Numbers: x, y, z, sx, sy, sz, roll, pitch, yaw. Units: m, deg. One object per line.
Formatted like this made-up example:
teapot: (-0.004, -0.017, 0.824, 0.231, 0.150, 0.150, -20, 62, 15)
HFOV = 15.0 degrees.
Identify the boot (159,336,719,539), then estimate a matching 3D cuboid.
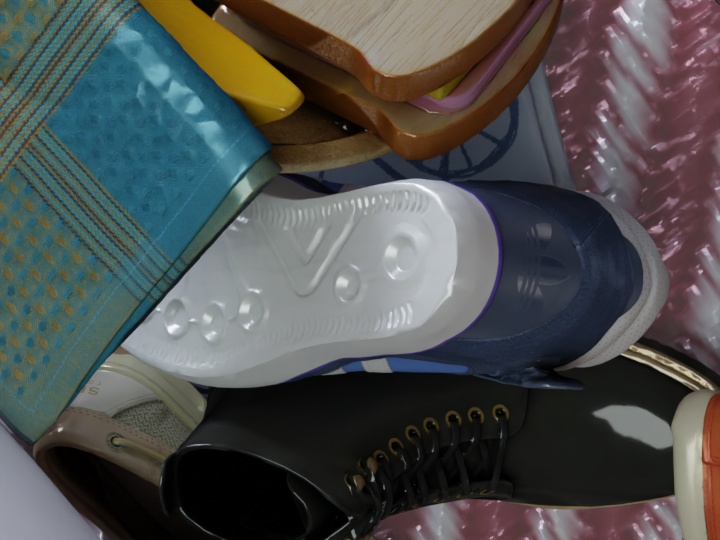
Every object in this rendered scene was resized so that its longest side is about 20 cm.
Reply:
boot: (0.032, 0.073, 0.999, 0.199, 0.138, 0.078, 4, 110, 12)

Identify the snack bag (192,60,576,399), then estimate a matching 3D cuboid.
snack bag: (0.000, 0.000, 1.068, 0.187, 0.021, 0.201, -12, 105, 17)

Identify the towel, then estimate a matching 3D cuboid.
towel: (-0.134, -0.060, 0.937, 0.200, 0.022, 0.147, 48, 116, 8)

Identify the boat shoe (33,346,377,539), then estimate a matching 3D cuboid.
boat shoe: (-0.048, 0.116, 1.068, 0.072, 0.065, 0.200, -33, 109, 35)

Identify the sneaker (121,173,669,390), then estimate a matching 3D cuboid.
sneaker: (0.015, 0.006, 0.999, 0.199, 0.146, 0.081, -3, 82, 44)

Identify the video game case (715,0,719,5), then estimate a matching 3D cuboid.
video game case: (0.187, -0.136, 0.847, 0.200, 0.036, 0.181, 42, 108, -9)

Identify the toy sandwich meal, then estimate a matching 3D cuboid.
toy sandwich meal: (-0.029, -0.117, 0.965, 0.204, 0.206, 0.070, 28, 145, 7)

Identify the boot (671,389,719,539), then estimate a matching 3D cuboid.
boot: (0.177, 0.118, 1.010, 0.107, 0.075, 0.201, 0, 128, 27)

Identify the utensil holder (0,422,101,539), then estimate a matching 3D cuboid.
utensil holder: (-0.162, 0.130, 0.941, 0.200, 0.170, 0.170, 48, 111, 16)
